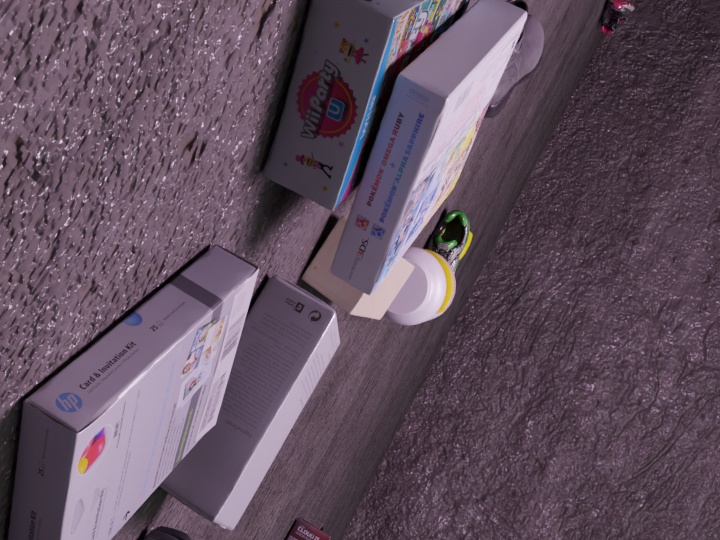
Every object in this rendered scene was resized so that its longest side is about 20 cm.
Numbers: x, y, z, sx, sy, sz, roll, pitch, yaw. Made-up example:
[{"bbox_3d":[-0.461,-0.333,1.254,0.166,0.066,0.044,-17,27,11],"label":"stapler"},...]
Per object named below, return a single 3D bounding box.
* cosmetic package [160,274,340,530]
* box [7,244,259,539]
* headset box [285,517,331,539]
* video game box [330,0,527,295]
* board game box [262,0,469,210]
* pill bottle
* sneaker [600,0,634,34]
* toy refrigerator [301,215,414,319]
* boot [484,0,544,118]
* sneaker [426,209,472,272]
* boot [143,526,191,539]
[{"bbox_3d":[-0.095,0.117,0.843,0.202,0.073,0.102,-58,168,-17],"label":"cosmetic package"},{"bbox_3d":[-0.144,0.094,0.628,0.200,0.041,0.158,-50,163,-54],"label":"box"},{"bbox_3d":[-0.123,0.555,1.767,0.201,0.074,0.149,-58,168,-27],"label":"headset box"},{"bbox_3d":[0.056,-0.104,0.771,0.200,0.046,0.184,-51,163,-51],"label":"video game box"},{"bbox_3d":[0.013,-0.154,0.728,0.200,0.064,0.149,-46,160,-55],"label":"board game box"},{"bbox_3d":[0.071,0.020,1.324,0.106,0.103,0.200,-63,170,5],"label":"pill bottle"},{"bbox_3d":[0.735,-0.734,2.782,0.075,0.080,0.200,-61,170,5],"label":"sneaker"},{"bbox_3d":[0.000,0.000,1.033,0.077,0.070,0.200,-56,169,2],"label":"toy refrigerator"},{"bbox_3d":[0.205,-0.309,1.287,0.133,0.069,0.202,93,22,-55],"label":"boot"},{"bbox_3d":[0.131,-0.014,1.654,0.085,0.077,0.203,61,48,-70],"label":"sneaker"},{"bbox_3d":[-0.212,0.345,0.873,0.165,0.065,0.201,-51,169,-42],"label":"boot"}]
